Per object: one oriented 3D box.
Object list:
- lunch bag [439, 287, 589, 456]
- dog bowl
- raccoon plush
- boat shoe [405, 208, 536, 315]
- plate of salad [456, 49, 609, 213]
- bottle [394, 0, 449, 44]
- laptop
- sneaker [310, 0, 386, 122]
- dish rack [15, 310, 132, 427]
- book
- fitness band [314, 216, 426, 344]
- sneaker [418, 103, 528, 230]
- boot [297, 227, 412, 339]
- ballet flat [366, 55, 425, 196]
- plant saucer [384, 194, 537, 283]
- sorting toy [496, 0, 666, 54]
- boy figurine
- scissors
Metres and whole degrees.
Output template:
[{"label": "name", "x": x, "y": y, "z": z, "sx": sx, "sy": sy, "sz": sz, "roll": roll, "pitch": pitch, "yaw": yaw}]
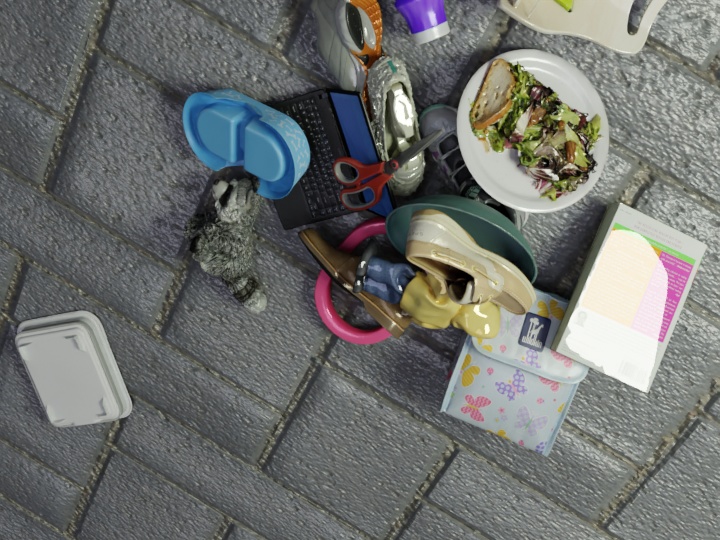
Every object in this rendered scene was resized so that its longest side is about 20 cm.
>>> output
[{"label": "lunch bag", "x": 0.215, "y": 0.121, "z": 1.156, "sx": 0.167, "sy": 0.127, "sz": 0.203, "roll": 22, "pitch": 108, "yaw": 4}, {"label": "dog bowl", "x": -0.150, "y": -0.176, "z": 1.137, "sx": 0.198, "sy": 0.049, "sz": 0.113, "roll": 29, "pitch": 133, "yaw": 24}, {"label": "raccoon plush", "x": -0.159, "y": -0.048, "z": 1.226, "sx": 0.133, "sy": 0.098, "sz": 0.200, "roll": -31, "pitch": 132, "yaw": 12}, {"label": "boat shoe", "x": 0.127, "y": 0.008, "z": 1.010, "sx": 0.199, "sy": 0.070, "sz": 0.073, "roll": 34, "pitch": 156, "yaw": -23}, {"label": "plate of salad", "x": 0.213, "y": -0.172, "z": 1.022, "sx": 0.196, "sy": 0.048, "sz": 0.204, "roll": 1, "pitch": 83, "yaw": -11}, {"label": "bottle", "x": 0.055, "y": -0.375, "z": 1.011, "sx": 0.064, "sy": 0.084, "sz": 0.203, "roll": -14, "pitch": 109, "yaw": 19}, {"label": "laptop", "x": -0.055, "y": -0.137, "z": 1.124, "sx": 0.196, "sy": 0.104, "sz": 0.180, "roll": -12, "pitch": 112, "yaw": 18}, {"label": "sneaker", "x": -0.010, "y": -0.264, "z": 1.092, "sx": 0.091, "sy": 0.075, "sz": 0.203, "roll": 20, "pitch": 134, "yaw": 41}, {"label": "dish rack", "x": -0.484, "y": 0.174, "z": 1.412, "sx": 0.168, "sy": 0.044, "sz": 0.203, "roll": -10, "pitch": 110, "yaw": 18}, {"label": "book", "x": 0.342, "y": 0.035, "z": 1.079, "sx": 0.132, "sy": 0.048, "sz": 0.203, "roll": 24, "pitch": 89, "yaw": -1}, {"label": "fitness band", "x": 0.019, "y": 0.017, "z": 1.212, "sx": 0.143, "sy": 0.037, "sz": 0.201, "roll": 39, "pitch": 115, "yaw": -3}, {"label": "sneaker", "x": 0.140, "y": -0.116, "z": 1.063, "sx": 0.200, "sy": 0.140, "sz": 0.078, "roll": 46, "pitch": 116, "yaw": -7}, {"label": "boot", "x": 0.000, "y": 0.000, "z": 1.169, "sx": 0.199, "sy": 0.074, "sz": 0.076, "roll": 41, "pitch": 90, "yaw": 1}, {"label": "ballet flat", "x": 0.048, "y": -0.170, "z": 1.077, "sx": 0.070, "sy": 0.072, "sz": 0.202, "roll": -2, "pitch": 128, "yaw": 16}, {"label": "plant saucer", "x": 0.127, "y": -0.038, "z": 1.048, "sx": 0.197, "sy": 0.036, "sz": 0.201, "roll": 21, "pitch": 158, "yaw": 9}, {"label": "sorting toy", "x": 0.282, "y": -0.343, "z": 0.960, "sx": 0.178, "sy": 0.107, "sz": 0.201, "roll": 33, "pitch": 116, "yaw": -8}, {"label": "boy figurine", "x": 0.089, "y": 0.027, "z": 1.083, "sx": 0.197, "sy": 0.065, "sz": 0.125, "roll": 20, "pitch": 143, "yaw": 9}, {"label": "scissors", "x": 0.039, "y": -0.121, "z": 1.039, "sx": 0.198, "sy": 0.014, "sz": 0.074, "roll": -10, "pitch": 109, "yaw": 44}]
